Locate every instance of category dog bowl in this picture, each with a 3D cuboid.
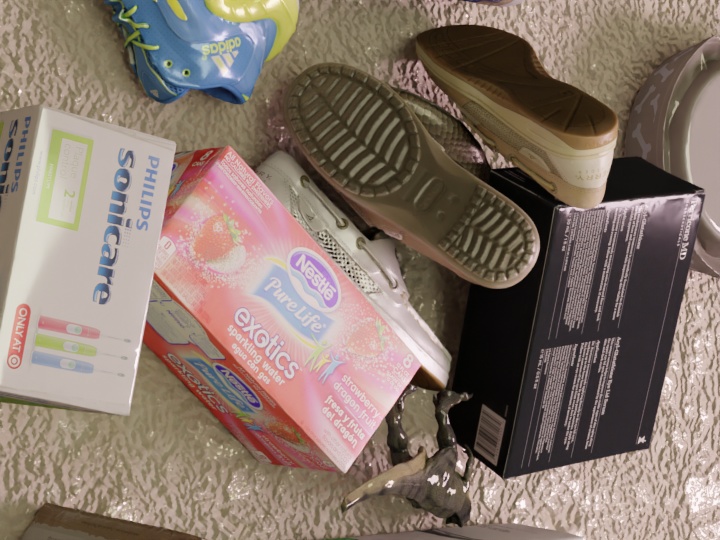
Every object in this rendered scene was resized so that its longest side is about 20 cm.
[{"bbox_3d":[0.286,-0.087,1.454,0.199,0.059,0.202,0,90,-36],"label":"dog bowl"}]

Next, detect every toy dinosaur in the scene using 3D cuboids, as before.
[{"bbox_3d":[0.039,0.121,1.231,0.200,0.047,0.089,23,66,-63],"label":"toy dinosaur"}]

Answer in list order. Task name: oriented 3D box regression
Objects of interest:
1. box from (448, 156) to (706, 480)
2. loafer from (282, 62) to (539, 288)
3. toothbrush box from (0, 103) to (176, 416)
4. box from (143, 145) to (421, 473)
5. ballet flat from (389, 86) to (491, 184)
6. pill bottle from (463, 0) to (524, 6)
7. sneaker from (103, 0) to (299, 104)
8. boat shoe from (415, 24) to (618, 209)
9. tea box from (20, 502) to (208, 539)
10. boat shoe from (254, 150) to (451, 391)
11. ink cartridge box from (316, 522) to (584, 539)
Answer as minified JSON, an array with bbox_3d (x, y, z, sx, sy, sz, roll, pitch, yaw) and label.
[{"bbox_3d":[0.147,0.031,1.301,0.140,0.079,0.201,-5,115,-33],"label":"box"},{"bbox_3d":[0.029,-0.054,1.215,0.200,0.068,0.076,43,80,12],"label":"loafer"},{"bbox_3d":[-0.193,-0.003,1.023,0.086,0.199,0.147,14,82,-35],"label":"toothbrush box"},{"bbox_3d":[-0.071,0.026,1.170,0.200,0.102,0.095,48,64,-24],"label":"box"},{"bbox_3d":[0.065,-0.053,1.293,0.200,0.067,0.047,45,56,-33],"label":"ballet flat"},{"bbox_3d":[0.030,-0.242,1.240,0.199,0.111,0.112,4,87,-35],"label":"pill bottle"},{"bbox_3d":[-0.125,-0.166,1.150,0.199,0.076,0.106,25,76,-34],"label":"sneaker"},{"bbox_3d":[0.099,-0.106,1.254,0.072,0.200,0.065,-19,127,-26],"label":"boat shoe"},{"bbox_3d":[-0.105,0.248,1.081,0.197,0.199,0.134,42,67,-28],"label":"tea box"},{"bbox_3d":[0.000,0.000,1.240,0.200,0.071,0.069,46,65,-24],"label":"boat shoe"},{"bbox_3d":[0.055,0.252,1.267,0.199,0.084,0.147,-1,90,-36],"label":"ink cartridge box"}]
